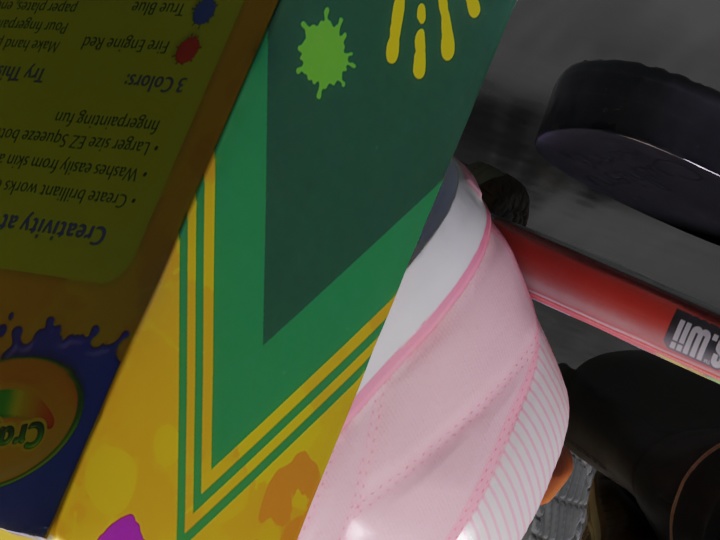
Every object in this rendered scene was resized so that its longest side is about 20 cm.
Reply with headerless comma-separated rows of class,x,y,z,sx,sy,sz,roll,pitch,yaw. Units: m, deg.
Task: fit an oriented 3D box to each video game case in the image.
video game case,0.135,0.037,0.792,0.199,0.018,0.143,24,-177,22

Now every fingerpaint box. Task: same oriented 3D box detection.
fingerpaint box,-0.082,-0.012,0.697,0.199,0.168,0.073,6,157,44

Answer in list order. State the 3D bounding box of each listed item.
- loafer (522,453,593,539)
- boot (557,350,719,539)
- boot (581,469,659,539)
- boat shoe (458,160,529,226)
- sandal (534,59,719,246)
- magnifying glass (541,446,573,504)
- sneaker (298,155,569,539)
loafer,0.018,0.067,1.101,0.069,0.076,0.200,7,163,31
boot,0.166,0.067,0.940,0.199,0.078,0.138,16,-170,-25
boot,0.083,0.153,0.962,0.072,0.156,0.200,20,-165,2
boat shoe,0.000,0.000,0.876,0.076,0.072,0.200,32,168,5
sandal,0.131,0.007,0.744,0.199,0.043,0.076,22,167,-12
magnifying glass,0.034,0.069,0.936,0.022,0.080,0.200,40,-169,13
sneaker,-0.026,0.070,0.732,0.075,0.200,0.105,33,163,50
